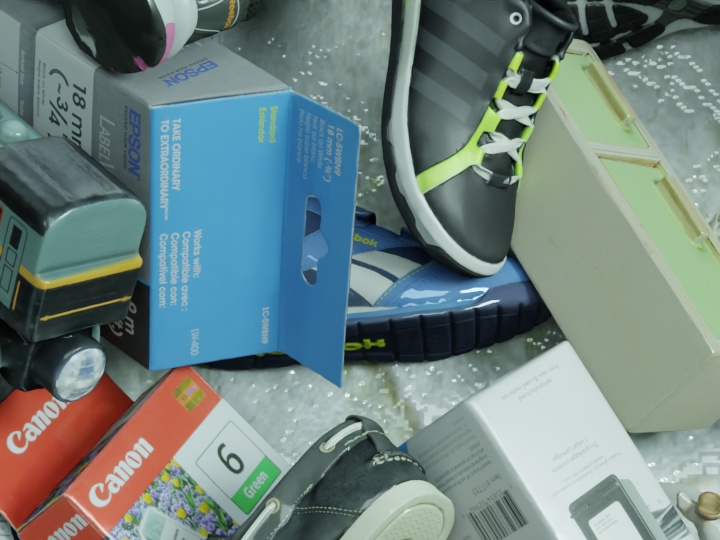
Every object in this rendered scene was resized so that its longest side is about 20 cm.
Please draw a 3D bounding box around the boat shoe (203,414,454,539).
[{"bbox_3d":[-0.051,0.147,1.006,0.200,0.072,0.068,-44,59,3],"label":"boat shoe"}]

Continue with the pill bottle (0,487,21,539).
[{"bbox_3d":[-0.206,0.137,1.079,0.111,0.111,0.201,-16,71,-7],"label":"pill bottle"}]

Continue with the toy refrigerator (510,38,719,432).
[{"bbox_3d":[0.121,-0.023,1.142,0.070,0.076,0.200,-45,61,29],"label":"toy refrigerator"}]

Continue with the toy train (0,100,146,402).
[{"bbox_3d":[-0.177,-0.027,1.063,0.085,0.114,0.200,-11,41,-44],"label":"toy train"}]

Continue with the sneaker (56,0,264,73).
[{"bbox_3d":[-0.114,-0.157,1.062,0.086,0.080,0.200,-15,49,-35],"label":"sneaker"}]

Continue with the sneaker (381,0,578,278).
[{"bbox_3d":[0.060,-0.098,1.100,0.083,0.072,0.201,-7,83,38],"label":"sneaker"}]

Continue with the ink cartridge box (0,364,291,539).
[{"bbox_3d":[-0.095,0.103,1.075,0.200,0.050,0.109,46,43,-6],"label":"ink cartridge box"}]

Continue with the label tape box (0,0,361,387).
[{"bbox_3d":[-0.094,-0.037,1.071,0.063,0.145,0.200,-26,44,-37],"label":"label tape box"}]

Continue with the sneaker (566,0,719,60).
[{"bbox_3d":[0.143,-0.165,1.231,0.199,0.074,0.081,-11,60,-12],"label":"sneaker"}]

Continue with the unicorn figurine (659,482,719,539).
[{"bbox_3d":[0.153,0.127,1.098,0.200,0.138,0.074,31,68,28],"label":"unicorn figurine"}]

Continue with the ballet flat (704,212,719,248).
[{"bbox_3d":[0.234,0.045,1.143,0.064,0.076,0.200,-36,74,12],"label":"ballet flat"}]

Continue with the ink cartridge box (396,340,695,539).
[{"bbox_3d":[0.094,0.147,1.021,0.068,0.116,0.200,-27,82,-36],"label":"ink cartridge box"}]

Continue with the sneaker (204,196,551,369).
[{"bbox_3d":[0.000,0.000,1.157,0.199,0.074,0.083,-1,68,-3],"label":"sneaker"}]
